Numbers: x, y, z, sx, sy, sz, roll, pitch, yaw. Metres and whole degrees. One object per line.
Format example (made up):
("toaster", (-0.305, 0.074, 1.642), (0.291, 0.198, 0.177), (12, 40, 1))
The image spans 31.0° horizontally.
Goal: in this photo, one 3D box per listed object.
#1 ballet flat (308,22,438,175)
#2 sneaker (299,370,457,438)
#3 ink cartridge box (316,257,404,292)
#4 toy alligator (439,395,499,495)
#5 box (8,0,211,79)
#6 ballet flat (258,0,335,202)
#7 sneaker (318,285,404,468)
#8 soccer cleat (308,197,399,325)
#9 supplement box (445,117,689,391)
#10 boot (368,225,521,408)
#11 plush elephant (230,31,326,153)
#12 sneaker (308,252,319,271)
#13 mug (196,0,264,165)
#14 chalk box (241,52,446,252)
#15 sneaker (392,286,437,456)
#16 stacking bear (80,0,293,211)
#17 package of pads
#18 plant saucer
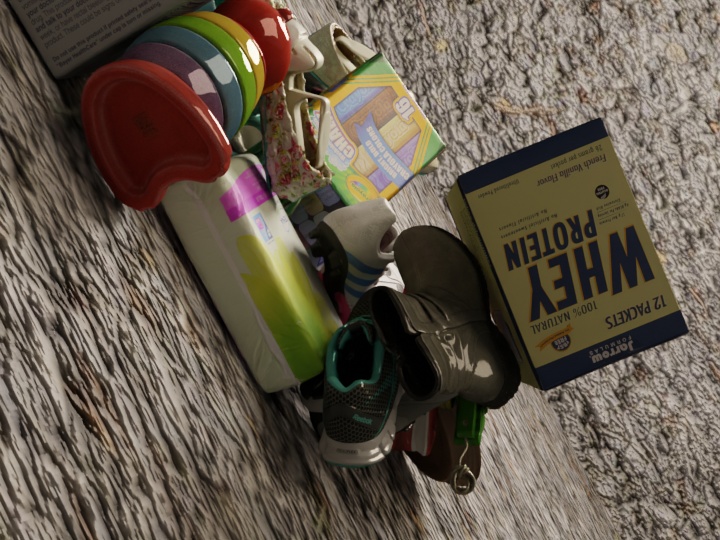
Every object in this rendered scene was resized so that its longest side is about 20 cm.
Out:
("ballet flat", (0.020, -0.187, 1.404), (0.200, 0.062, 0.067), (43, 33, -4))
("sneaker", (0.044, 0.106, 1.194), (0.074, 0.199, 0.080), (-123, -161, -60))
("ink cartridge box", (0.035, 0.031, 1.473), (0.200, 0.044, 0.094), (49, 29, -22))
("toy alligator", (0.109, 0.132, 1.269), (0.054, 0.059, 0.201), (66, 28, -58))
("box", (-0.205, -0.284, 1.029), (0.200, 0.184, 0.105), (60, 11, -7))
("ballet flat", (-0.059, -0.161, 1.155), (0.076, 0.064, 0.201), (-41, 125, -64))
("sneaker", (0.009, 0.069, 1.103), (0.200, 0.077, 0.091), (-78, 165, -50))
("soccer cleat", (0.000, 0.000, 1.244), (0.070, 0.086, 0.200), (57, -16, 21))
("supplement box", (0.178, -0.009, 1.175), (0.200, 0.134, 0.201), (76, -8, -88))
("boot", (0.055, 0.027, 1.109), (0.130, 0.068, 0.200), (17, 38, -47))
("plush elephant", (-0.063, -0.142, 1.472), (0.165, 0.200, 0.155), (45, 35, -11))
("sneaker", (-0.001, -0.015, 1.573), (0.200, 0.087, 0.075), (43, 20, -59))
("mug", (-0.154, -0.190, 1.197), (0.152, 0.114, 0.186), (38, 37, -68))
("chalk box", (-0.035, -0.105, 1.308), (0.200, 0.124, 0.124), (-42, 101, -38))
("sneaker", (0.020, 0.081, 1.271), (0.078, 0.115, 0.201), (-34, 126, -82))
("stacking bear", (-0.122, -0.153, 1.032), (0.114, 0.121, 0.200), (58, 39, -17))
("package of pads", (-0.091, -0.002, 1.150), (0.200, 0.068, 0.155), (63, 10, -5))
("plant saucer", (0.062, 0.144, 1.389), (0.200, 0.029, 0.200), (51, -24, 33))
